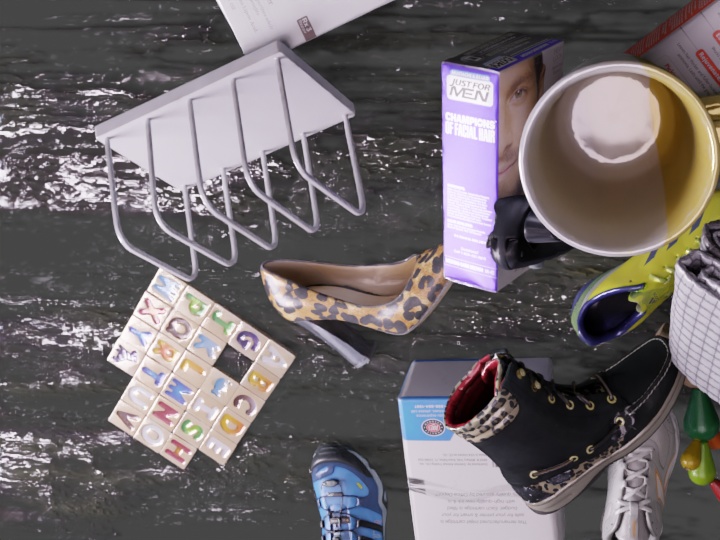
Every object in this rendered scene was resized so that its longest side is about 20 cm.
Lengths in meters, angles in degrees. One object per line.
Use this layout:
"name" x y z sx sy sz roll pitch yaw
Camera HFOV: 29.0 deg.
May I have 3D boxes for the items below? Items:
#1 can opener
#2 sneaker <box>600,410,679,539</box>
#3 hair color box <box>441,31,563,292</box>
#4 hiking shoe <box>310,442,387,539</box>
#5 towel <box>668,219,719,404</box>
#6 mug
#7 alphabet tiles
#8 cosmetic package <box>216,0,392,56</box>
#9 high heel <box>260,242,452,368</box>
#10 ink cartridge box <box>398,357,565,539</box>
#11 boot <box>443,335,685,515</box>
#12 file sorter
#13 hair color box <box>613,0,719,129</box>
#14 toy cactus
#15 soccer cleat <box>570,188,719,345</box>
"can opener" 0.166 -0.035 1.199 0.078 0.200 0.064 16 103 24
"sneaker" 0.269 0.213 1.346 0.075 0.092 0.202 2 115 12
"hair color box" 0.125 -0.096 1.222 0.064 0.109 0.202 15 120 35
"hiking shoe" -0.008 0.276 1.447 0.074 0.087 0.202 -10 112 18
"towel" 0.354 0.062 1.149 0.199 0.086 0.166 36 158 25
"mug" 0.220 -0.099 1.107 0.185 0.153 0.151 22 111 1
"alphabet tiles" -0.183 0.114 1.461 0.166 0.008 0.201 33 117 -3
"cosmetic package" -0.026 -0.271 1.201 0.199 0.081 0.114 -23 105 23
"high heel" 0.000 0.000 1.323 0.142 0.072 0.200 38 126 -12
"ink cartridge box" 0.124 0.195 1.377 0.144 0.084 0.202 -2 114 13
"boot" 0.184 0.111 1.243 0.204 0.074 0.154 -46 122 7
"file sorter" -0.114 -0.088 1.249 0.198 0.139 0.126 -21 63 22
"hair color box" 0.290 -0.168 1.182 0.199 0.061 0.102 -36 101 26
"toy cactus" 0.340 0.114 1.292 0.164 0.102 0.201 34 127 8
"soccer cleat" 0.273 0.003 1.252 0.200 0.084 0.065 -39 101 26
